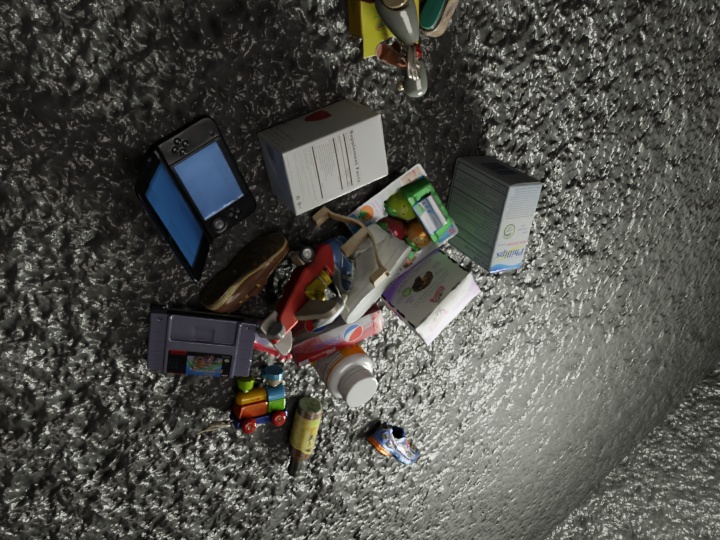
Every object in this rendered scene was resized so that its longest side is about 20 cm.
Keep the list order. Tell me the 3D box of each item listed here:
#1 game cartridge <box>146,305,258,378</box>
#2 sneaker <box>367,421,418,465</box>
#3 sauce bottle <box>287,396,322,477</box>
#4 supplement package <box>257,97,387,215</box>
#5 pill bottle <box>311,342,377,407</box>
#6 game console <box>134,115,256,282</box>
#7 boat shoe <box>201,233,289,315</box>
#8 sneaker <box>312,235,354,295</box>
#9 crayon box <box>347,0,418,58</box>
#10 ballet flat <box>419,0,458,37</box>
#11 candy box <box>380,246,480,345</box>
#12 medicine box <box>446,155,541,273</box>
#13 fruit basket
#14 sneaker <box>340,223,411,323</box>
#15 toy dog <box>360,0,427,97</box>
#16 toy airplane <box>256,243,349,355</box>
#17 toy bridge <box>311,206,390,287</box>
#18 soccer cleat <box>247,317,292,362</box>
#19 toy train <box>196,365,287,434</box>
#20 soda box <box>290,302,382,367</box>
[{"bbox_3d":[-0.300,0.140,1.110,0.194,0.039,0.133,7,113,-16],"label":"game cartridge"},{"bbox_3d":[0.106,0.475,1.612,0.199,0.075,0.079,35,91,-44],"label":"sneaker"},{"bbox_3d":[-0.139,0.402,1.404,0.063,0.065,0.205,-2,118,-33],"label":"sauce bottle"},{"bbox_3d":[-0.066,-0.210,1.056,0.196,0.121,0.122,-26,128,-20],"label":"supplement package"},{"bbox_3d":[-0.045,0.190,1.246,0.107,0.200,0.112,-20,134,-23],"label":"pill bottle"},{"bbox_3d":[-0.263,-0.119,0.974,0.169,0.118,0.203,-34,131,-13],"label":"game console"},{"bbox_3d":[-0.212,0.010,1.121,0.199,0.072,0.068,-41,137,1],"label":"boat shoe"},{"bbox_3d":[-0.030,0.015,1.243,0.076,0.076,0.203,-35,130,-11],"label":"sneaker"},{"bbox_3d":[0.038,-0.488,1.014,0.124,0.051,0.205,-20,125,-24],"label":"crayon box"},{"bbox_3d":[0.170,-0.530,1.083,0.067,0.068,0.203,4,121,-57],"label":"ballet flat"},{"bbox_3d":[0.136,0.036,1.289,0.167,0.200,0.072,-43,132,-3],"label":"candy box"},{"bbox_3d":[0.286,-0.129,1.308,0.100,0.182,0.205,-8,121,-29],"label":"medicine box"},{"bbox_3d":[0.091,-0.093,1.240,0.198,0.094,0.187,-37,114,-1],"label":"fruit basket"},{"bbox_3d":[0.000,0.000,1.171,0.201,0.114,0.074,-50,163,-17],"label":"sneaker"},{"bbox_3d":[0.052,-0.395,0.976,0.131,0.093,0.207,-14,99,-72],"label":"toy dog"},{"bbox_3d":[-0.106,0.070,1.111,0.140,0.202,0.199,32,116,-29],"label":"toy airplane"},{"bbox_3d":[-0.009,-0.056,1.140,0.067,0.200,0.027,-41,158,-10],"label":"toy bridge"},{"bbox_3d":[-0.210,0.126,1.202,0.197,0.066,0.079,29,61,-34],"label":"soccer cleat"},{"bbox_3d":[-0.251,0.276,1.244,0.195,0.084,0.119,-6,109,-32],"label":"toy train"},{"bbox_3d":[-0.054,0.118,1.195,0.195,0.070,0.065,-21,131,-15],"label":"soda box"}]
